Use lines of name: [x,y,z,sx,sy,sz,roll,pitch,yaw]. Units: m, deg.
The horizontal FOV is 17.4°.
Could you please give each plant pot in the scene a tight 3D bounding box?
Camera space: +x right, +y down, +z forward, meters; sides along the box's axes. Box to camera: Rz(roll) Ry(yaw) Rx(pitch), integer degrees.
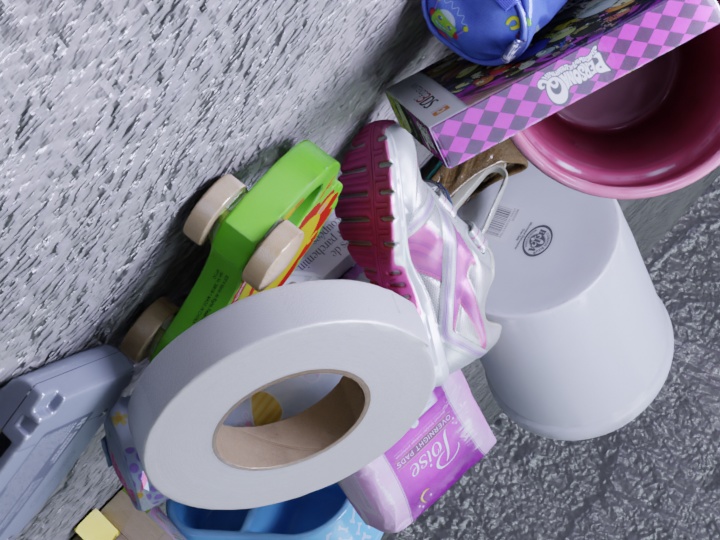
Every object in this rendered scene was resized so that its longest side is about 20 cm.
plant pot: [0.188,-0.157,1.732,0.200,0.200,0.179,-49,-175,5]

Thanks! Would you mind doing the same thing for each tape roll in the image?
tape roll: [-0.049,0.082,1.510,0.202,0.037,0.203,-15,146,-11]

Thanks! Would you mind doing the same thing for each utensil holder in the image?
utensil holder: [0.165,0.023,1.990,0.170,0.170,0.200,-45,146,-12]

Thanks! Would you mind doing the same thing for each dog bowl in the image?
dog bowl: [-0.077,0.201,1.980,0.050,0.199,0.112,62,39,-40]

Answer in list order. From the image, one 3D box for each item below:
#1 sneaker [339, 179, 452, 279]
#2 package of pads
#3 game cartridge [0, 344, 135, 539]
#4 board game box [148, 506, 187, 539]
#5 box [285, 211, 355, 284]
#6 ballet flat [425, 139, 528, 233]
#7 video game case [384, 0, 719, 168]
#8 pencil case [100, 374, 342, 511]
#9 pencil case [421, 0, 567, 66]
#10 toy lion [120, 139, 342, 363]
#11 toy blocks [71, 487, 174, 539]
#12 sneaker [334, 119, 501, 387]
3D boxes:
sneaker: [0.000,0.000,1.814,0.200,0.077,0.085,-45,165,-16]
package of pads: [0.015,0.095,1.780,0.120,0.076,0.200,-41,134,-15]
game cartridge: [-0.226,0.131,1.485,0.200,0.040,0.133,-52,165,20]
board game box: [-0.180,0.327,1.924,0.200,0.199,0.043,-48,151,4]
box: [-0.055,0.011,1.721,0.200,0.039,0.041,-42,170,-28]
ballet flat: [0.062,-0.040,1.914,0.200,0.072,0.068,-45,168,-15]
video game case: [0.121,-0.140,1.546,0.199,0.036,0.181,-28,-165,-1]
pencil case: [-0.080,0.096,1.627,0.199,0.083,0.091,-20,-156,-10]
pencil case: [0.124,-0.207,1.538,0.087,0.078,0.200,-25,-168,49]
toy lion: [-0.066,-0.014,1.555,0.192,0.069,0.200,-47,172,-45]
toy blocks: [-0.192,0.278,1.871,0.200,0.137,0.100,-46,169,-10]
sneaker: [0.045,-0.015,1.675,0.088,0.201,0.081,-22,-160,-27]
